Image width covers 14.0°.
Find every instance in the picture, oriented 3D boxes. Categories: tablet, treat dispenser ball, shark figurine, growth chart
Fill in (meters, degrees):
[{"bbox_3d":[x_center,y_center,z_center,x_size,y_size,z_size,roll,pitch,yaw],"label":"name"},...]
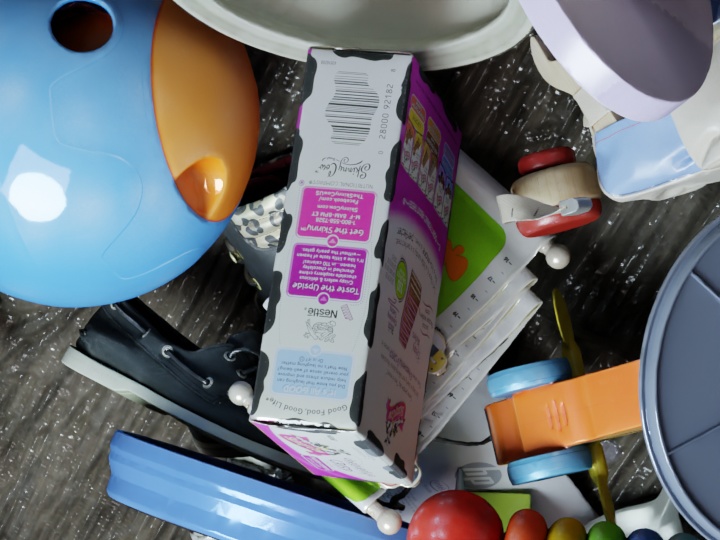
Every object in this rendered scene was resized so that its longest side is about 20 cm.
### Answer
[{"bbox_3d":[0.051,0.122,1.744,0.129,0.014,0.200,-16,140,21],"label":"tablet"},{"bbox_3d":[-0.154,-0.081,1.590,0.199,0.201,0.202,13,133,15],"label":"treat dispenser ball"},{"bbox_3d":[0.180,0.098,1.672,0.089,0.129,0.215,21,161,-5],"label":"shark figurine"},{"bbox_3d":[0.018,0.025,1.609,0.144,0.201,0.018,33,175,19],"label":"growth chart"}]

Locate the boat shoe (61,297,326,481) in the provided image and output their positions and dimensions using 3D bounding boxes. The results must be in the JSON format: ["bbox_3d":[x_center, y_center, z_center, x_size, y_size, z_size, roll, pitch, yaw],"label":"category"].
[{"bbox_3d":[-0.080,0.062,1.678,0.199,0.066,0.074,23,176,36],"label":"boat shoe"}]

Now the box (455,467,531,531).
[{"bbox_3d":[0.081,0.226,1.757,0.047,0.122,0.201,0,137,7],"label":"box"}]

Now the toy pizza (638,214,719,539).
[{"bbox_3d":[0.229,0.055,1.552,0.200,0.200,0.032,50,164,-20],"label":"toy pizza"}]

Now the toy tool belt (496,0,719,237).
[{"bbox_3d":[0.152,-0.102,1.503,0.199,0.125,0.124,-19,82,33],"label":"toy tool belt"}]

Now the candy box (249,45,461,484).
[{"bbox_3d":[0.000,0.000,1.539,0.061,0.202,0.136,4,165,15],"label":"candy box"}]

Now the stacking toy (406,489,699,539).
[{"bbox_3d":[0.121,0.167,1.575,0.199,0.086,0.086,14,134,3],"label":"stacking toy"}]

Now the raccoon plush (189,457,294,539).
[{"bbox_3d":[-0.020,0.185,1.869,0.199,0.135,0.097,21,128,-40],"label":"raccoon plush"}]

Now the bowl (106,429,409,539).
[{"bbox_3d":[-0.051,0.139,1.672,0.199,0.040,0.201,18,177,1],"label":"bowl"}]

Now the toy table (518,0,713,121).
[{"bbox_3d":[0.141,-0.186,1.378,0.117,0.183,0.201,-40,64,39],"label":"toy table"}]

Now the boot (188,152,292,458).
[{"bbox_3d":[-0.050,0.018,1.720,0.203,0.074,0.154,-22,115,33],"label":"boot"}]

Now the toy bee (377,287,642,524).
[{"bbox_3d":[0.107,0.075,1.634,0.199,0.108,0.132,8,97,33],"label":"toy bee"}]

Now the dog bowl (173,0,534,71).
[{"bbox_3d":[-0.003,-0.174,1.464,0.199,0.074,0.200,8,159,3],"label":"dog bowl"}]
